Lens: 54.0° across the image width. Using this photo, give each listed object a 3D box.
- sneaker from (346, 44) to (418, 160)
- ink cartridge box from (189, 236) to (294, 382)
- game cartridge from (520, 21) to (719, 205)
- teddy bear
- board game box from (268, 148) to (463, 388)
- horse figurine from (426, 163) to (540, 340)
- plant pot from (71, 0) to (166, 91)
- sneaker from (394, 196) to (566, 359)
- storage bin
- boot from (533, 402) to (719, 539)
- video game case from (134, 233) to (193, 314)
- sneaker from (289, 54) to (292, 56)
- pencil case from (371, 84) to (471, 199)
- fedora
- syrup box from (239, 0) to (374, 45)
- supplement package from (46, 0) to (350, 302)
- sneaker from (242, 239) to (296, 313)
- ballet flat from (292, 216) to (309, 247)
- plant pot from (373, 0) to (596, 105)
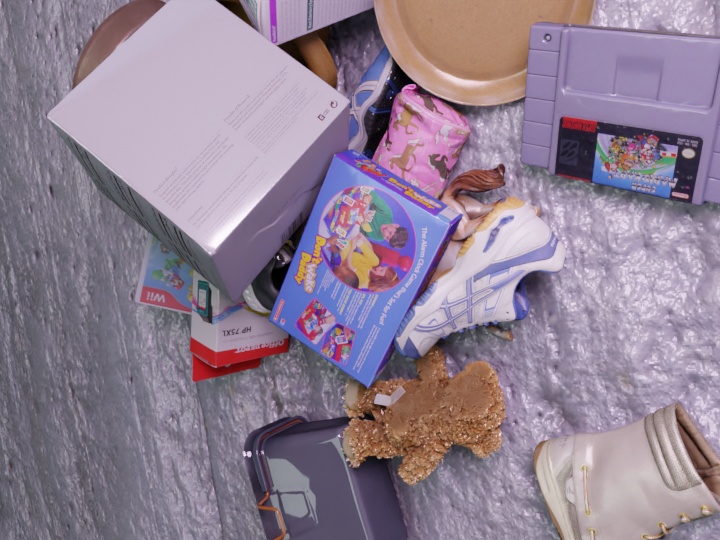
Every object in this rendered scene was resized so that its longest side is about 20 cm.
[{"bbox_3d":[0.000,-0.168,0.768,0.077,0.075,0.202,41,120,23],"label":"sneaker"},{"bbox_3d":[-0.151,0.048,0.903,0.067,0.115,0.203,19,109,44],"label":"ink cartridge box"},{"bbox_3d":[0.229,-0.131,0.587,0.198,0.038,0.132,19,119,36],"label":"game cartridge"},{"bbox_3d":[0.063,0.154,0.755,0.198,0.067,0.146,-27,49,18],"label":"teddy bear"},{"bbox_3d":[0.000,0.000,0.721,0.133,0.045,0.202,32,117,13],"label":"board game box"},{"bbox_3d":[0.106,-0.017,0.722,0.131,0.050,0.203,19,111,31],"label":"horse figurine"},{"bbox_3d":[-0.234,-0.216,0.910,0.173,0.200,0.202,32,118,11],"label":"plant pot"},{"bbox_3d":[0.108,0.030,0.664,0.088,0.075,0.201,41,123,6],"label":"sneaker"},{"bbox_3d":[-0.039,0.270,0.843,0.133,0.145,0.203,-21,83,30],"label":"storage bin"},{"bbox_3d":[0.257,0.229,0.620,0.154,0.072,0.203,-30,77,37],"label":"boot"},{"bbox_3d":[-0.213,-0.030,0.946,0.018,0.141,0.202,-105,32,-61],"label":"video game case"},{"bbox_3d":[-0.092,-0.149,0.818,0.071,0.073,0.202,23,133,20],"label":"sneaker"},{"bbox_3d":[0.041,-0.090,0.745,0.202,0.085,0.083,-63,26,28],"label":"pencil case"},{"bbox_3d":[-0.101,-0.280,0.810,0.199,0.201,0.082,14,63,38],"label":"fedora"},{"bbox_3d":[-0.024,-0.302,0.685,0.079,0.198,0.082,61,165,14],"label":"syrup box"},{"bbox_3d":[-0.144,-0.119,0.686,0.199,0.192,0.147,38,163,10],"label":"supplement package"},{"bbox_3d":[-0.111,-0.040,0.807,0.084,0.074,0.202,7,127,45],"label":"sneaker"},{"bbox_3d":[-0.037,-0.005,0.829,0.070,0.070,0.203,-1,100,40],"label":"ballet flat"},{"bbox_3d":[0.110,-0.249,0.637,0.197,0.028,0.202,9,127,12],"label":"plant pot"}]
